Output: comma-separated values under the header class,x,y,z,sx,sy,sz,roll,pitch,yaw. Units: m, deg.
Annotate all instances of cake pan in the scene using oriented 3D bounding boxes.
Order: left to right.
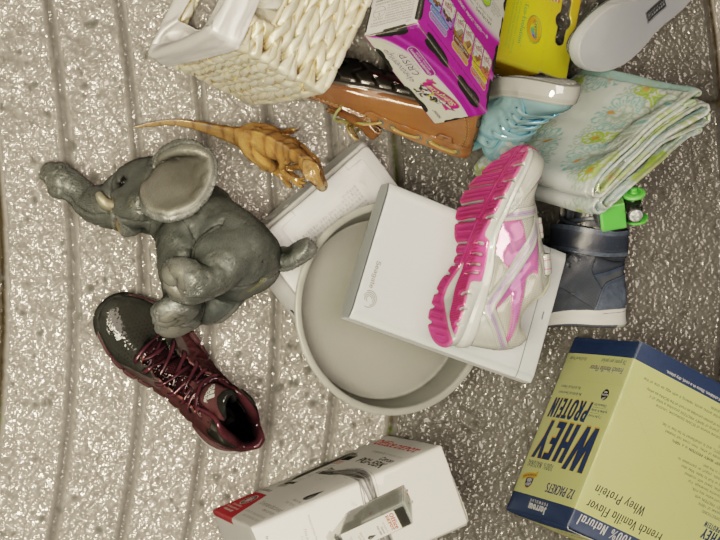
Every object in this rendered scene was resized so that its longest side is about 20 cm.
class,x,y,z,sx,sy,sz,roll,pitch,yaw
cake pan,0.026,0.036,1.297,0.199,0.037,0.201,1,88,-23

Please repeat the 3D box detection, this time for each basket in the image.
class,x,y,z,sx,sy,sz,roll,pitch,yaw
basket,-0.090,-0.232,1.250,0.123,0.200,0.136,29,81,-23

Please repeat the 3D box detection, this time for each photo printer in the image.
class,x,y,z,sx,sy,sz,roll,pitch,yaw
photo printer,0.000,0.000,1.346,0.166,0.069,0.200,-42,104,-17

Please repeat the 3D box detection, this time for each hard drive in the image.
class,x,y,z,sx,sy,sz,roll,pitch,yaw
hard drive,0.091,0.014,1.291,0.199,0.027,0.132,20,80,-20

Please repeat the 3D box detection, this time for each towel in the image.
class,x,y,z,sx,sy,sz,roll,pitch,yaw
towel,0.229,-0.133,1.367,0.171,0.200,0.048,-38,119,-18

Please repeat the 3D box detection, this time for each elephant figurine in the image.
class,x,y,z,sx,sy,sz,roll,pitch,yaw
elephant figurine,-0.170,-0.054,1.245,0.155,0.141,0.200,-12,68,-43

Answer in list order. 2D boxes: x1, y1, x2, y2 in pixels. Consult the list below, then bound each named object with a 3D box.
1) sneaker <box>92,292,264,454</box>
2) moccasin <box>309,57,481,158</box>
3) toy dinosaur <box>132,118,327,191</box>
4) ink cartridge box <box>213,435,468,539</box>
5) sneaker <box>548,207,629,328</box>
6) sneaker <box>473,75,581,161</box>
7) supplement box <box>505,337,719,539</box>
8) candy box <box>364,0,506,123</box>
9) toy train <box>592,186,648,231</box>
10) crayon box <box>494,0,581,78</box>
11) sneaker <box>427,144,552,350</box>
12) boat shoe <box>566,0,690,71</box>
class,x,y,z,sx,sy,sz,roll,pitch,yaw
sneaker,-0.156,0.094,1.262,0.200,0.115,0.076,44,76,-15
moccasin,0.017,-0.157,1.338,0.201,0.074,0.078,14,119,-1
toy dinosaur,-0.102,-0.124,1.304,0.106,0.199,0.061,23,86,-62
ink cartridge box,-0.021,0.232,1.295,0.199,0.147,0.083,-21,94,-20
sneaker,0.192,-0.014,1.407,0.202,0.077,0.147,-1,101,-30
sneaker,0.154,-0.147,1.338,0.074,0.200,0.082,-2,94,-20
supplement box,0.295,0.201,1.419,0.199,0.134,0.200,27,80,-18
candy box,0.077,-0.258,1.266,0.136,0.061,0.201,45,49,-44
toy train,0.247,-0.102,1.390,0.056,0.200,0.042,-11,122,4
crayon box,0.127,-0.276,1.407,0.199,0.051,0.127,15,84,-19
sneaker,0.133,-0.016,1.258,0.088,0.081,0.201,20,88,-22
boat shoe,0.277,-0.270,1.443,0.200,0.057,0.069,-36,126,-30
